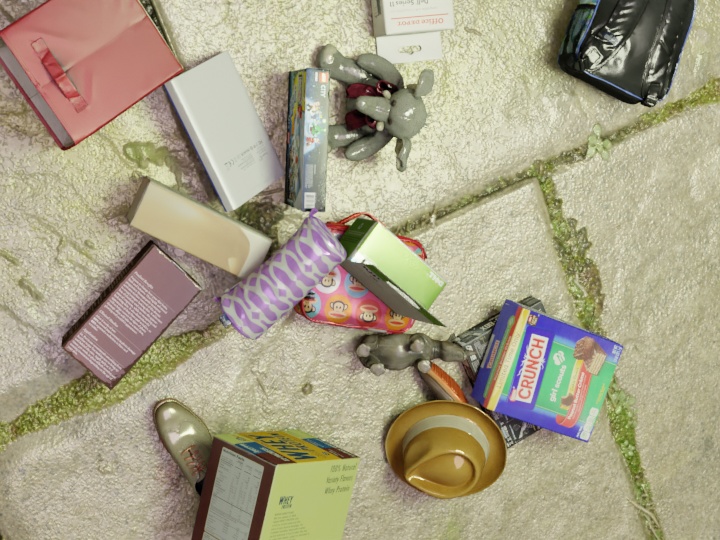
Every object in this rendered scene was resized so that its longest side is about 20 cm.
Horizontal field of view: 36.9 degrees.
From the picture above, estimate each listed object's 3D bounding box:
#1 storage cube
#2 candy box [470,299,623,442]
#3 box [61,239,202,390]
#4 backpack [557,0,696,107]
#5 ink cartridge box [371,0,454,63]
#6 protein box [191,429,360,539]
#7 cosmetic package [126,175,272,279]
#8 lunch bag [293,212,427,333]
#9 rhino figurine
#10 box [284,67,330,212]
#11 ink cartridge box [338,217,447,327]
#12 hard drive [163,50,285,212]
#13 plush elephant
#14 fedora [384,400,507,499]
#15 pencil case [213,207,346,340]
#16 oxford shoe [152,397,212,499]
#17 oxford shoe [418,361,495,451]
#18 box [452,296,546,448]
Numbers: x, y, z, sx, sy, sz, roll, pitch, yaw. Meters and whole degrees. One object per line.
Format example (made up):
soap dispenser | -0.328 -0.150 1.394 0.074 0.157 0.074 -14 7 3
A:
storage cube | -0.372 -0.286 1.459 0.179 0.200 0.172 -38 106 -15
candy box | 0.298 0.161 1.726 0.198 0.077 0.171 20 92 -18
box | -0.336 0.063 1.582 0.100 0.075 0.200 44 86 -17
backpack | 0.415 -0.381 1.696 0.181 0.147 0.202 21 96 -17
ink cartridge box | 0.077 -0.419 1.633 0.115 0.067 0.203 -9 100 -15
protein box | -0.129 0.358 1.609 0.197 0.134 0.203 8 97 -52
cosmetic package | -0.237 -0.061 1.576 0.198 0.105 0.072 26 92 -17
lunch bag | 0.000 0.000 1.670 0.197 0.082 0.179 9 92 -19
rhino figurine | 0.087 0.127 1.695 0.197 0.087 0.061 -1 96 -6
box | -0.079 -0.193 1.585 0.037 0.137 0.203 1 98 -14
ink cartridge box | 0.056 0.002 1.541 0.147 0.200 0.076 40 81 -17
hard drive | -0.195 -0.204 1.572 0.132 0.025 0.202 -41 111 -46
plush elephant | 0.033 -0.237 1.601 0.197 0.155 0.167 10 95 -17
fedora | 0.132 0.301 1.708 0.197 0.082 0.203 5 116 10
pencil case | -0.112 0.010 1.529 0.199 0.084 0.086 -40 72 5
oxford shoe | -0.247 0.283 1.638 0.070 0.074 0.201 -34 106 -9
oxford shoe | 0.147 0.234 1.751 0.073 0.071 0.201 -36 96 12
box | 0.261 0.168 1.783 0.156 0.050 0.202 -28 105 -11
